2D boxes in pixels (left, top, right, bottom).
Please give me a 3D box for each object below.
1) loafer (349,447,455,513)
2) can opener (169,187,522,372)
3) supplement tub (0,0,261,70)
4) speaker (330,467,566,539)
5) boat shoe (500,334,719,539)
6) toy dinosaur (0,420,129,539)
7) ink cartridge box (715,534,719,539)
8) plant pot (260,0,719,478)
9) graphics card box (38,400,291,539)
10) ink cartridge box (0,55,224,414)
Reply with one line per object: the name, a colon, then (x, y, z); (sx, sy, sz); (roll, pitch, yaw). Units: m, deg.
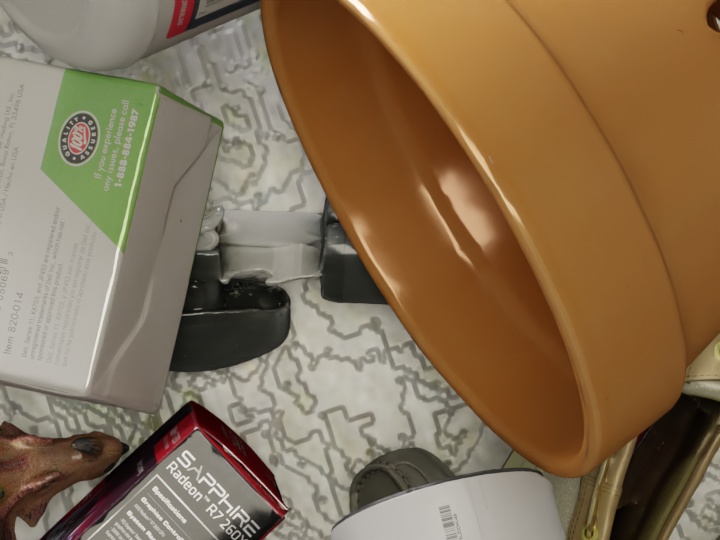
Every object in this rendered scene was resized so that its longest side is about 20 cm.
loafer: (0.026, 0.159, 1.009); (0.070, 0.070, 0.200); (-1, 60, -29)
can opener: (0.000, 0.000, 1.059); (0.199, 0.053, 0.067); (-2, 121, 1)
supplement tub: (-0.042, -0.168, 0.989); (0.200, 0.140, 0.141); (-26, 87, -27)
speaker: (0.052, 0.174, 0.931); (0.081, 0.081, 0.200); (-15, 75, -1)
boat shoe: (0.126, 0.036, 1.031); (0.066, 0.074, 0.200); (33, 97, 41)
toy dinosaur: (-0.184, 0.113, 0.994); (0.086, 0.135, 0.200); (49, 49, -18)
ink cartridge box: (0.180, 0.151, 1.008); (0.128, 0.125, 0.200); (37, 87, 1)
plant pot: (0.076, -0.050, 0.941); (0.140, 0.200, 0.200); (-32, 88, -13)
graphics card box: (-0.116, 0.134, 1.006); (0.200, 0.125, 0.051); (-44, 95, -2)
ink cartridge box: (-0.163, -0.024, 1.027); (0.200, 0.067, 0.117); (12, 87, 21)
